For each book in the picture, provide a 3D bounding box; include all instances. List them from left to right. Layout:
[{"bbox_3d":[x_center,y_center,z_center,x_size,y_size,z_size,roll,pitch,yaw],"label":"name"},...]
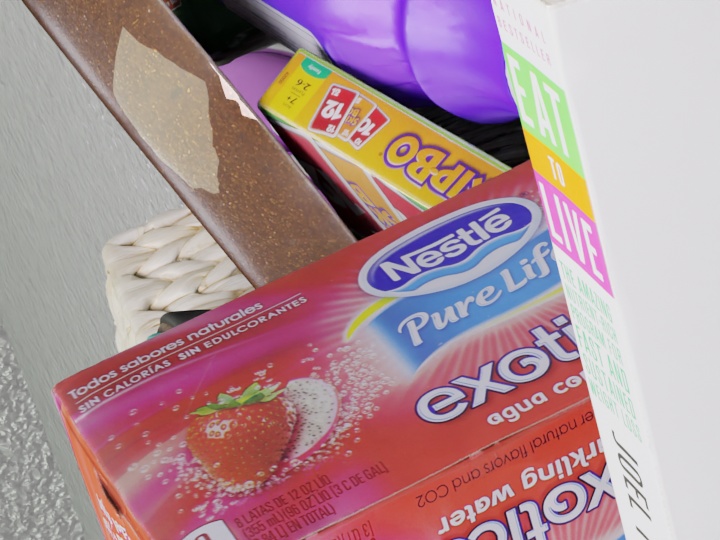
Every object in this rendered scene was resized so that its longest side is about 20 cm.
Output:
[{"bbox_3d":[0.103,0.011,0.470,0.048,0.133,0.201,47,158,56],"label":"book"}]

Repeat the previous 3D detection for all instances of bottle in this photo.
[{"bbox_3d":[0.018,-0.089,0.766,0.200,0.083,0.065,36,164,54],"label":"bottle"}]

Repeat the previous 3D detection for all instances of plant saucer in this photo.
[{"bbox_3d":[-0.045,-0.036,0.837,0.200,0.034,0.200,50,179,1],"label":"plant saucer"}]

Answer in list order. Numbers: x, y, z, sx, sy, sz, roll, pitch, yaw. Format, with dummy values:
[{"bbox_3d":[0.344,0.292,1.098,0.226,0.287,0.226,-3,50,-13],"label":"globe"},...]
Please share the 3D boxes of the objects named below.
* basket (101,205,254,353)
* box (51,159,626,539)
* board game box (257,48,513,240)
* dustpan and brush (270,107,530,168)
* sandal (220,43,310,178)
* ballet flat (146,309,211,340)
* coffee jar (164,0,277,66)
[{"bbox_3d":[-0.025,0.061,1.135,0.200,0.135,0.124,82,161,-54],"label":"basket"},{"bbox_3d":[0.040,0.045,0.652,0.095,0.199,0.100,47,159,52],"label":"box"},{"bbox_3d":[0.046,0.013,0.800,0.095,0.030,0.200,33,171,36],"label":"board game box"},{"bbox_3d":[0.018,-0.045,0.909,0.140,0.057,0.200,70,168,-20],"label":"dustpan and brush"},{"bbox_3d":[0.006,-0.005,1.003,0.203,0.082,0.050,52,178,4],"label":"sandal"},{"bbox_3d":[-0.024,0.048,0.933,0.068,0.068,0.200,65,173,-17],"label":"ballet flat"},{"bbox_3d":[-0.061,-0.176,0.938,0.201,0.085,0.104,67,167,-3],"label":"coffee jar"}]
